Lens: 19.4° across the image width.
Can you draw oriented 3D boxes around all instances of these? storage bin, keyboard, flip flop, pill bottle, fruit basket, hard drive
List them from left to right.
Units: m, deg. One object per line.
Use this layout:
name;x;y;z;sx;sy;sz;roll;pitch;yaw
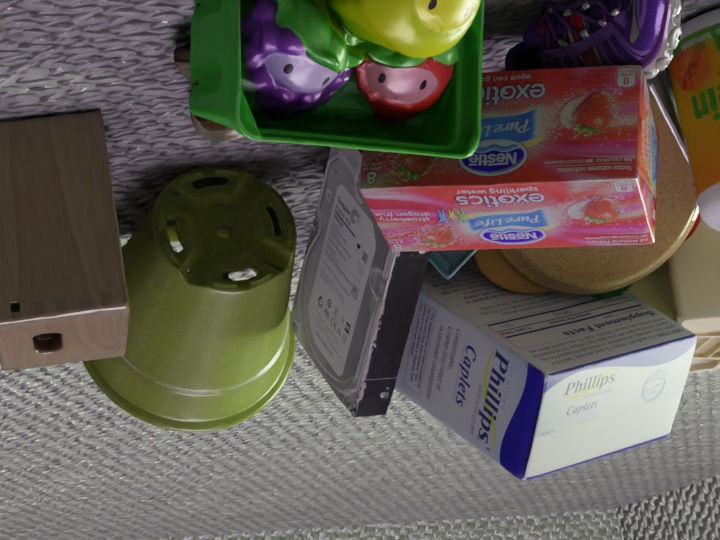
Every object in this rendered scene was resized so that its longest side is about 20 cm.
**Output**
flip flop;-0.092;-0.123;1.530;0.081;0.058;0.200;-8;165;-7
hard drive;0.000;0.000;1.714;0.038;0.140;0.200;-2;124;-28
fruit basket;0.011;-0.154;1.344;0.215;0.156;0.216;1;179;0
storage bin;0.283;-0.022;1.872;0.094;0.200;0.199;-6;165;-10
keyboard;0.270;-0.088;1.679;0.011;0.056;0.200;-17;125;26
pill bottle;0.306;-0.095;1.613;0.111;0.200;0.111;-9;165;-2

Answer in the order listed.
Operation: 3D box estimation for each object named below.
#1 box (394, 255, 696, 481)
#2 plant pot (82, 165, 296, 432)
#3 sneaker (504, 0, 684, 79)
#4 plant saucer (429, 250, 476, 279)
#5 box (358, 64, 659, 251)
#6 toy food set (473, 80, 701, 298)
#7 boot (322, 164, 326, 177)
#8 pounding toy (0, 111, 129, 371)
box;0.141;0.069;1.761;0.184;0.105;0.200;-12;-147;-39
plant pot;-0.132;0.010;1.806;0.200;0.200;0.190;-5;153;-19
sneaker;0.165;-0.169;1.499;0.083;0.081;0.200;10;156;-21
plant saucer;0.111;-0.083;1.662;0.200;0.070;0.019;-47;169;28
box;0.109;-0.078;1.511;0.200;0.095;0.103;-1;153;15
toy food set;0.192;-0.070;1.718;0.198;0.200;0.049;1;-161;-15
boot;0.052;-0.067;1.745;0.075;0.107;0.200;6;157;-38
pounding toy;-0.261;0.002;1.645;0.142;0.184;0.200;-7;165;-10
